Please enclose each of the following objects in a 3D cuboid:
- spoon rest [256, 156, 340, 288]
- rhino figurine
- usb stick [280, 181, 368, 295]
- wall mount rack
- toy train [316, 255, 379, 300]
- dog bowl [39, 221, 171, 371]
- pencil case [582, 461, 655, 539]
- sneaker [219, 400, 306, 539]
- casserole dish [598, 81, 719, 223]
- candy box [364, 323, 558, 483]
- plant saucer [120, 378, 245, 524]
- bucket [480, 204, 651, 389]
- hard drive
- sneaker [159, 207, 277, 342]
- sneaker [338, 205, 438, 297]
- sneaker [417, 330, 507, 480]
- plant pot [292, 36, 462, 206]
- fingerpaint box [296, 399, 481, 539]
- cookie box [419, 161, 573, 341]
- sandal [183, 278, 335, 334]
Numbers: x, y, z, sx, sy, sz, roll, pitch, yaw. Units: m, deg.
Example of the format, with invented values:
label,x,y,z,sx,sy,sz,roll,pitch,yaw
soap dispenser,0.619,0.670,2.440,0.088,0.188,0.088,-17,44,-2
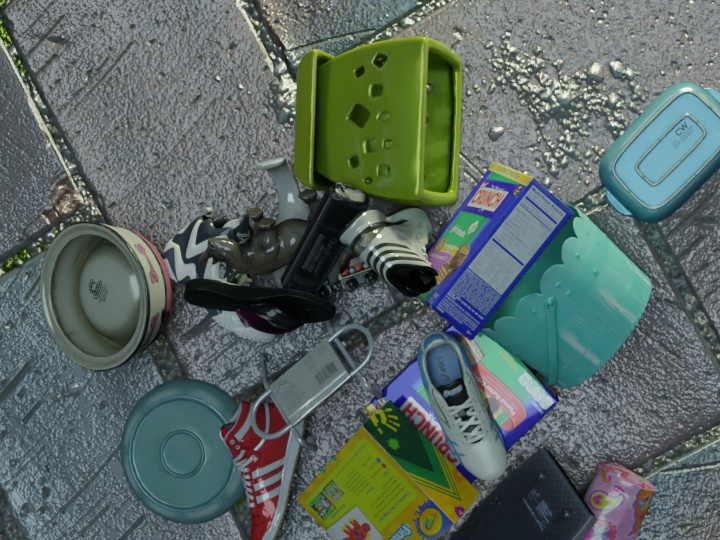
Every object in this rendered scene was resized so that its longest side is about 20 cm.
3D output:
label,x,y,z,sx,sy,sz,roll,pitch,yaw
spoon rest,-0.089,-0.056,1.684,0.098,0.061,0.203,-13,101,11
rhino figurine,-0.117,-0.036,1.614,0.198,0.060,0.088,-19,126,-3
usb stick,-0.047,-0.034,1.555,0.055,0.033,0.201,19,136,-12
wall mount rack,-0.065,0.132,1.633,0.199,0.074,0.174,-39,60,8
toy train,0.000,0.000,1.654,0.198,0.034,0.046,-19,87,-3
dog bowl,-0.341,0.031,1.689,0.198,0.073,0.203,6,101,32
pencil case,0.304,0.348,1.592,0.087,0.087,0.202,23,95,10
sneaker,-0.147,0.273,1.666,0.111,0.071,0.203,14,85,-13
casserole dish,0.396,-0.153,1.593,0.121,0.039,0.200,45,97,7
candy box,0.131,0.173,1.625,0.200,0.077,0.169,-44,83,9
plant saucer,-0.243,0.253,1.722,0.197,0.027,0.203,0,91,10
bucket,0.251,0.037,1.537,0.134,0.207,0.208,39,97,-6
hard drive,0.206,0.341,1.593,0.200,0.042,0.135,-49,44,15
sneaker,-0.167,-0.005,1.679,0.199,0.079,0.130,41,106,18
sneaker,0.057,-0.015,1.545,0.076,0.200,0.116,-46,73,22
sneaker,0.124,0.171,1.552,0.071,0.072,0.202,-25,86,9
plant pot,0.021,-0.185,1.590,0.179,0.199,0.203,2,91,17
fingerpaint box,0.033,0.290,1.598,0.167,0.073,0.200,45,133,8
cookie box,0.155,-0.029,1.562,0.075,0.171,0.201,38,92,-15
sandal,-0.132,0.054,1.611,0.198,0.076,0.049,7,64,-1
